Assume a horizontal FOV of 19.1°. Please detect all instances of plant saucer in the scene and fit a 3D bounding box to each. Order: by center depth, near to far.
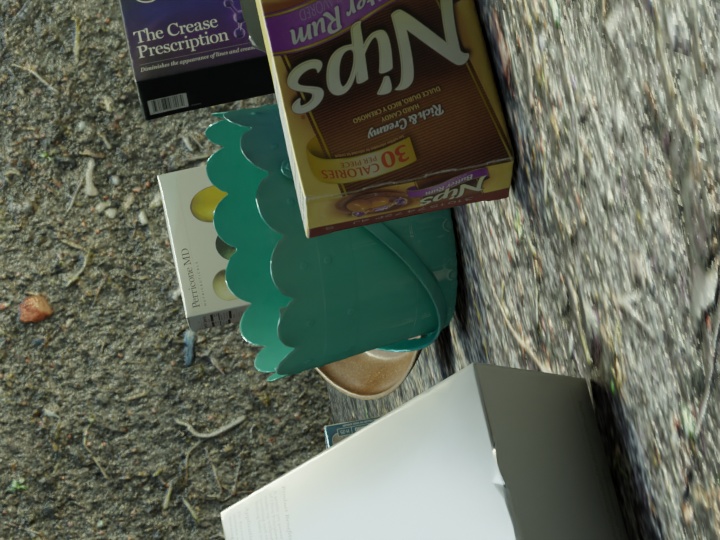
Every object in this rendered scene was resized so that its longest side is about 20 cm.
[{"bbox_3d":[0.000,0.000,1.682,0.200,0.036,0.202,22,118,49],"label":"plant saucer"}]

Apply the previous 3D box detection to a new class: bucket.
[{"bbox_3d":[-0.021,-0.029,1.505,0.207,0.134,0.209,168,90,-78],"label":"bucket"}]

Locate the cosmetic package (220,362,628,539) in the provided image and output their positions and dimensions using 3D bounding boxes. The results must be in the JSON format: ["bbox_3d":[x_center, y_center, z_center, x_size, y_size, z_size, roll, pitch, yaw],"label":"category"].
[{"bbox_3d":[0.028,0.134,1.052,0.200,0.085,0.108,-31,61,39],"label":"cosmetic package"}]

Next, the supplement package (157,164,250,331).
[{"bbox_3d":[-0.095,-0.036,2.200,0.151,0.199,0.153,113,145,-83],"label":"supplement package"}]

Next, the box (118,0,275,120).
[{"bbox_3d":[-0.109,-0.228,1.866,0.079,0.199,0.142,87,170,-66],"label":"box"}]

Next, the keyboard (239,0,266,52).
[{"bbox_3d":[-0.057,-0.233,1.474,0.127,0.021,0.201,27,138,47],"label":"keyboard"}]

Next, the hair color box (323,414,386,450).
[{"bbox_3d":[0.023,0.188,1.886,0.200,0.099,0.061,89,170,-66],"label":"hair color box"}]

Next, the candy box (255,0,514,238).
[{"bbox_3d":[0.006,-0.127,1.172,0.057,0.116,0.201,89,168,-70],"label":"candy box"}]
